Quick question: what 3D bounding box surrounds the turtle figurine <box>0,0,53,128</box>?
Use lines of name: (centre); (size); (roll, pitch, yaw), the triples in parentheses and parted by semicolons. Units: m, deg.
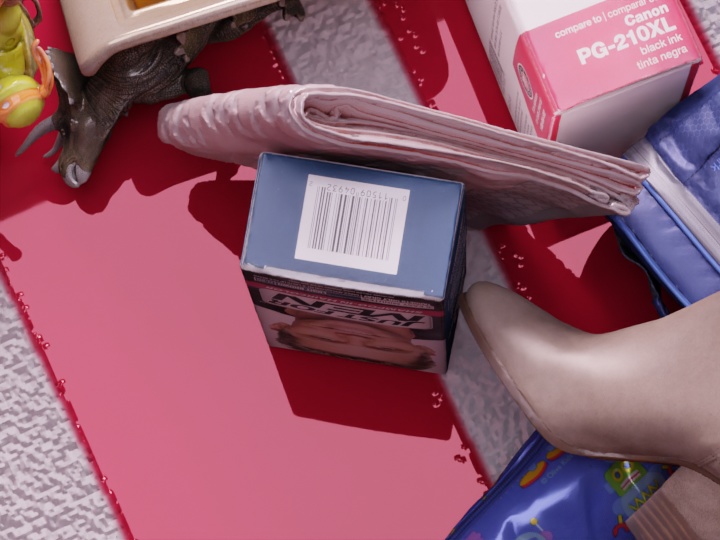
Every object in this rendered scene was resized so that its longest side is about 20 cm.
turtle figurine: (-0.198, -0.133, 1.476); (0.064, 0.200, 0.162); (-17, 57, -23)

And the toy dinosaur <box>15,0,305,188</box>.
toy dinosaur: (-0.097, -0.132, 1.502); (0.102, 0.077, 0.200); (21, 63, 37)

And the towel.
towel: (0.015, -0.055, 1.394); (0.190, 0.200, 0.032); (13, 84, -22)

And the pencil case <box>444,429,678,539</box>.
pencil case: (0.087, 0.135, 1.434); (0.200, 0.078, 0.087); (-46, 123, -8)

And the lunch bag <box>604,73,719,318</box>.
lunch bag: (0.215, 0.003, 1.429); (0.132, 0.136, 0.200); (-42, 78, 9)

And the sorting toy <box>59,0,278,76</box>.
sorting toy: (-0.068, -0.186, 1.478); (0.199, 0.037, 0.185); (-22, 33, -1)

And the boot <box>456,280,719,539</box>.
boot: (0.157, 0.045, 1.349); (0.146, 0.070, 0.200); (-43, 81, 23)

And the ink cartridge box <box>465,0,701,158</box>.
ink cartridge box: (0.096, -0.164, 1.468); (0.084, 0.145, 0.201); (-20, 78, -4)

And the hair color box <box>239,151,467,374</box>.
hair color box: (0.000, 0.000, 1.407); (0.099, 0.200, 0.061); (9, 79, 5)
